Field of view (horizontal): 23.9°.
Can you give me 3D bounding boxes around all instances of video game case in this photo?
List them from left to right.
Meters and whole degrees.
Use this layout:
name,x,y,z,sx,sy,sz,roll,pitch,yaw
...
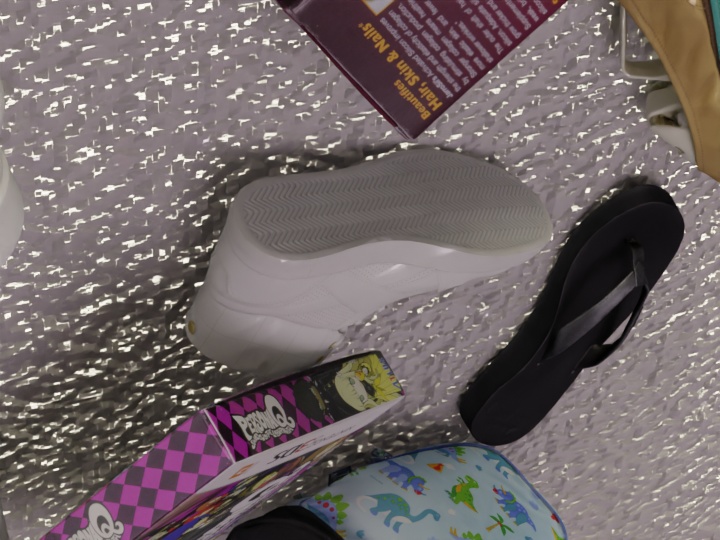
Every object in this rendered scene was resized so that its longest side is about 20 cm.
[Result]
name,x,y,z,sx,sy,sz,roll,pitch,yaw
video game case,-0.091,0.120,0.889,0.200,0.036,0.181,-39,168,25

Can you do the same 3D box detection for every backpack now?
name,x,y,z,sx,sy,sz,roll,pitch,yaw
backpack,0.034,0.185,1.022,0.154,0.163,0.199,-54,153,13

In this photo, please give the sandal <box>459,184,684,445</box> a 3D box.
name,x,y,z,sx,sy,sz,roll,pitch,yaw
sandal,0.137,0.036,1.032,0.076,0.043,0.201,10,123,-38

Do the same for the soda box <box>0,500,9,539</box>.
name,x,y,z,sx,sy,sz,roll,pitch,yaw
soda box,-0.223,0.079,0.837,0.067,0.064,0.201,-17,136,-17

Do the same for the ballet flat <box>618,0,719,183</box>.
name,x,y,z,sx,sy,sz,roll,pitch,yaw
ballet flat,0.176,-0.109,0.922,0.062,0.069,0.201,-10,139,17

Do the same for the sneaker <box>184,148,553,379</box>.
name,x,y,z,sx,sy,sz,roll,pitch,yaw
sneaker,0.000,0.000,0.907,0.198,0.074,0.116,-4,144,-32

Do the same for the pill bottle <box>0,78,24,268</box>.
name,x,y,z,sx,sy,sz,roll,pitch,yaw
pill bottle,-0.206,-0.079,0.657,0.119,0.120,0.201,-25,138,-8

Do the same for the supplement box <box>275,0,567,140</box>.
name,x,y,z,sx,sy,sz,roll,pitch,yaw
supplement box,0.052,-0.172,0.754,0.200,0.086,0.110,-41,138,8
